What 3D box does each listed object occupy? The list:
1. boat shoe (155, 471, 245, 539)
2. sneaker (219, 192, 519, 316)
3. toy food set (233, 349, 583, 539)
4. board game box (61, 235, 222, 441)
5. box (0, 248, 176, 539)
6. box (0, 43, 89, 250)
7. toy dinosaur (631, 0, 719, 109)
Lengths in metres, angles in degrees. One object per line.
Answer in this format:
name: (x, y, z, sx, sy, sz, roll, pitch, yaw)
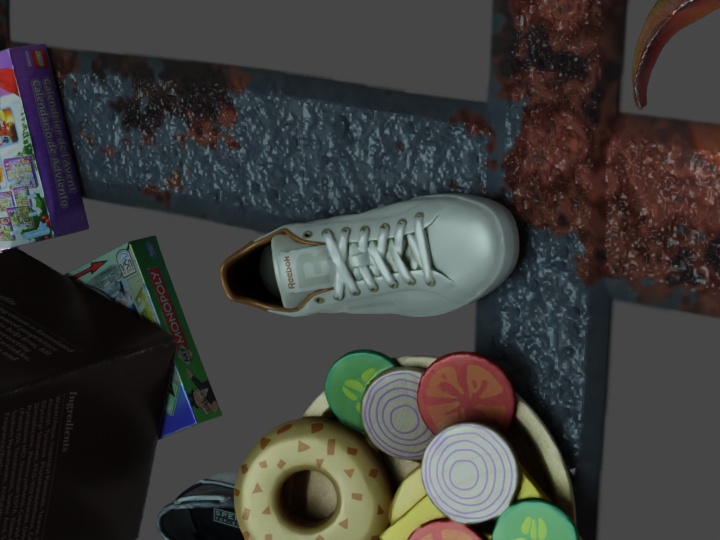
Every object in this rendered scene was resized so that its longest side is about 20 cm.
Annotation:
boat shoe: (-0.048, 0.180, 1.175, 0.199, 0.068, 0.072, 14, 108, 34)
sneaker: (0.000, 0.000, 1.088, 0.199, 0.085, 0.073, -10, 92, 37)
toy food set: (0.035, 0.144, 1.086, 0.198, 0.049, 0.200, -43, 79, 17)
board game box: (-0.197, 0.071, 1.289, 0.200, 0.029, 0.135, -24, 84, 38)
box: (-0.258, 0.104, 1.198, 0.166, 0.200, 0.165, 26, 115, 31)
box: (-0.293, -0.078, 1.321, 0.199, 0.039, 0.137, -10, 95, 39)
toy dinosaur: (0.215, -0.187, 0.910, 0.181, 0.105, 0.200, 2, 140, 24)
